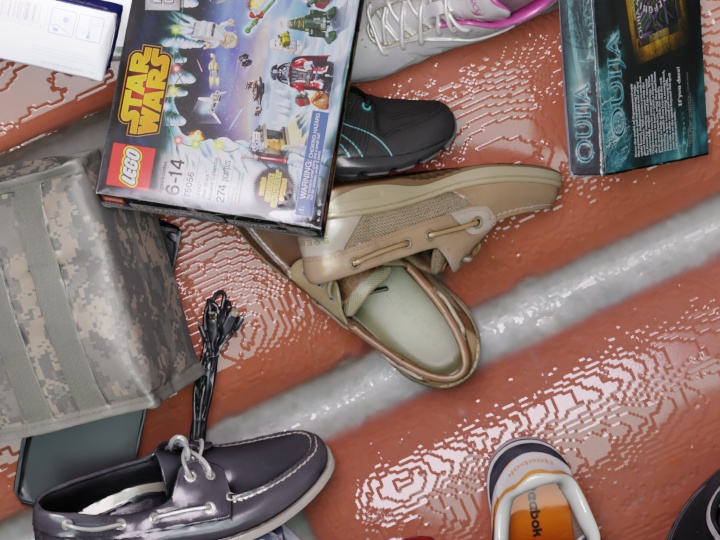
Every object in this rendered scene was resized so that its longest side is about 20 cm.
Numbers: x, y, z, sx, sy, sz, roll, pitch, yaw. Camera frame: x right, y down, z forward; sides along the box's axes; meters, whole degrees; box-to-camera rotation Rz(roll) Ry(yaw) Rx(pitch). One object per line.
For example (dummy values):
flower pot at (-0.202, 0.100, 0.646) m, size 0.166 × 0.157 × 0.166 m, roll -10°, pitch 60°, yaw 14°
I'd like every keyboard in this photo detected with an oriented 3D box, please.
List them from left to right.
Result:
keyboard at (-0.146, 0.066, 1.783) m, size 0.127 × 0.021 × 0.200 m, roll 12°, pitch 97°, yaw 2°

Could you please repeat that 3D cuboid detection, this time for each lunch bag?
lunch bag at (-0.223, 0.020, 1.720) m, size 0.200 × 0.118 × 0.164 m, roll -13°, pitch 97°, yaw 20°

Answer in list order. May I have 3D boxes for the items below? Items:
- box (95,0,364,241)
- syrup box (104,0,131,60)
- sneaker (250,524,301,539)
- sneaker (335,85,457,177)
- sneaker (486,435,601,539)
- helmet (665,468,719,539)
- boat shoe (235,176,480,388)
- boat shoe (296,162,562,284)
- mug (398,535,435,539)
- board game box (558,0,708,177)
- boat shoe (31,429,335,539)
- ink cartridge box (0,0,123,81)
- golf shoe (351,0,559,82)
box at (-0.073, -0.127, 1.646) m, size 0.137 × 0.040 × 0.200 m, roll 8°, pitch 80°, yaw 4°
syrup box at (-0.203, -0.170, 1.720) m, size 0.199 × 0.081 × 0.079 m, roll 0°, pitch 95°, yaw -2°
sneaker at (-0.114, 0.198, 1.774) m, size 0.200 × 0.070 × 0.109 m, roll 16°, pitch 100°, yaw -10°
sneaker at (-0.032, -0.096, 1.708) m, size 0.200 × 0.075 × 0.079 m, roll -7°, pitch 102°, yaw -22°
sneaker at (0.125, 0.211, 1.784) m, size 0.078 × 0.079 × 0.200 m, roll -17°, pitch 99°, yaw -1°
helmet at (0.274, 0.208, 1.734) m, size 0.199 × 0.191 × 0.200 m, roll 4°, pitch 132°, yaw 5°
boat shoe at (0.000, 0.000, 1.753) m, size 0.200 × 0.074 × 0.076 m, roll 38°, pitch 94°, yaw -6°
boat shoe at (0.042, -0.030, 1.723) m, size 0.200 × 0.071 × 0.065 m, roll -9°, pitch 93°, yaw -33°
mug at (0.051, 0.259, 1.724) m, size 0.133 × 0.200 × 0.178 m, roll 23°, pitch 95°, yaw -4°
board game box at (0.168, -0.164, 1.717) m, size 0.028 × 0.135 × 0.201 m, roll 1°, pitch 98°, yaw 37°
boat shoe at (-0.113, 0.139, 1.745) m, size 0.200 × 0.073 × 0.063 m, roll -20°, pitch 123°, yaw -9°
ink cartridge box at (-0.243, -0.157, 1.632) m, size 0.200 × 0.094 × 0.044 m, roll 13°, pitch 98°, yaw -5°
golf shoe at (0.048, -0.170, 1.727) m, size 0.200 × 0.092 × 0.075 m, roll -22°, pitch 98°, yaw 2°
